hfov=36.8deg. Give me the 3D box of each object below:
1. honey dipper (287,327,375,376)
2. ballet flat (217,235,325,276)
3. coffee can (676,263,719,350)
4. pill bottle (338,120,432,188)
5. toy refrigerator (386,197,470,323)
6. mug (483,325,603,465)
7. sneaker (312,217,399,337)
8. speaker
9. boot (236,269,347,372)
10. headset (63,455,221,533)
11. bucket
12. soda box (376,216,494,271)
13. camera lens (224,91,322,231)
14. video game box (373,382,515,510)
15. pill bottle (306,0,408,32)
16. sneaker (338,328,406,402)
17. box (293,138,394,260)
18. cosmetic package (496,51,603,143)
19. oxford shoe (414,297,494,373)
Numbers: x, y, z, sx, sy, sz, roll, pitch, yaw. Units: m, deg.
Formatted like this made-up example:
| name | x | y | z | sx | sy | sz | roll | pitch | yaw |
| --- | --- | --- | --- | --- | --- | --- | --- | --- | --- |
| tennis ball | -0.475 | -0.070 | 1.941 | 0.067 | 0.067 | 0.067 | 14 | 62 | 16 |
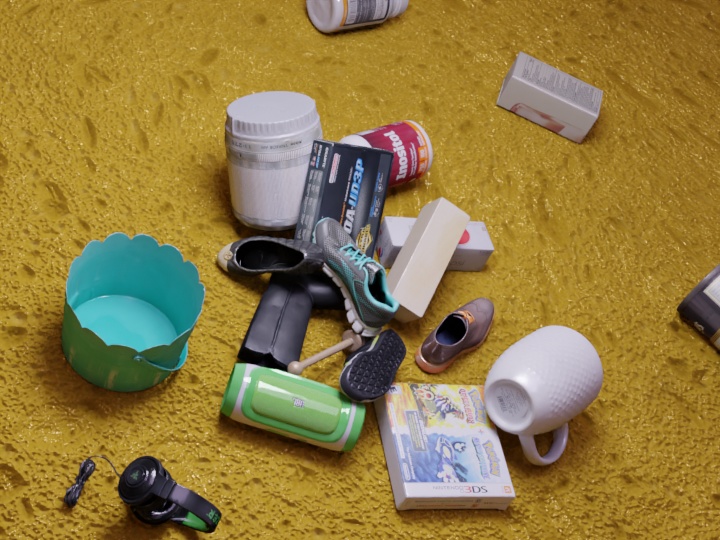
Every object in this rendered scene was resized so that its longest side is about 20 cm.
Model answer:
| name | x | y | z | sx | sy | sz | roll | pitch | yaw |
| --- | --- | --- | --- | --- | --- | --- | --- | --- | --- |
| honey dipper | -0.045 | 0.126 | 1.662 | 0.038 | 0.038 | 0.200 | 44 | 35 | 16 |
| ballet flat | -0.146 | -0.026 | 1.700 | 0.057 | 0.199 | 0.067 | 20 | 72 | -58 |
| coffee can | 0.705 | 0.090 | 1.985 | 0.146 | 0.147 | 0.200 | -29 | 67 | -39 |
| pill bottle | 0.024 | -0.197 | 1.951 | 0.200 | 0.113 | 0.113 | -21 | 63 | -36 |
| toy refrigerator | 0.105 | -0.015 | 1.799 | 0.070 | 0.076 | 0.200 | 33 | 69 | -14 |
| mug | 0.280 | 0.205 | 1.696 | 0.175 | 0.147 | 0.201 | -22 | 104 | -50 |
| sneaker | 0.000 | 0.000 | 1.687 | 0.078 | 0.091 | 0.200 | -28 | 87 | -40 |
| speaker | -0.098 | 0.199 | 1.575 | 0.199 | 0.089 | 0.089 | 18 | 46 | -9 |
| boot | -0.087 | 0.084 | 1.690 | 0.164 | 0.066 | 0.200 | 16 | 43 | 1 |
| headset | -0.279 | 0.297 | 1.397 | 0.199 | 0.124 | 0.094 | 21 | 64 | 14 |
| bucket | -0.330 | 0.065 | 1.551 | 0.207 | 0.135 | 0.208 | 12 | 49 | -14 |
| soda box | 0.129 | -0.046 | 1.902 | 0.199 | 0.064 | 0.068 | 2 | 51 | -23 |
| camera lens | -0.139 | -0.176 | 1.781 | 0.159 | 0.201 | 0.160 | -2 | 29 | 1 |
| video game box | 0.125 | 0.265 | 1.645 | 0.182 | 0.047 | 0.200 | 6 | 50 | -23 |
| pill bottle | -0.004 | -0.563 | 2.252 | 0.200 | 0.116 | 0.116 | -19 | 61 | -35 |
| sneaker | 0.007 | 0.157 | 1.644 | 0.072 | 0.083 | 0.200 | 57 | 28 | -1 |
| box | -0.027 | -0.108 | 1.773 | 0.046 | 0.201 | 0.159 | 19 | 10 | 40 |
| cosmetic package | 0.398 | -0.363 | 2.279 | 0.200 | 0.087 | 0.104 | 26 | 47 | -3 |
| oxford shoe | 0.171 | 0.095 | 1.792 | 0.071 | 0.073 | 0.200 | 39 | 47 | 12 |
